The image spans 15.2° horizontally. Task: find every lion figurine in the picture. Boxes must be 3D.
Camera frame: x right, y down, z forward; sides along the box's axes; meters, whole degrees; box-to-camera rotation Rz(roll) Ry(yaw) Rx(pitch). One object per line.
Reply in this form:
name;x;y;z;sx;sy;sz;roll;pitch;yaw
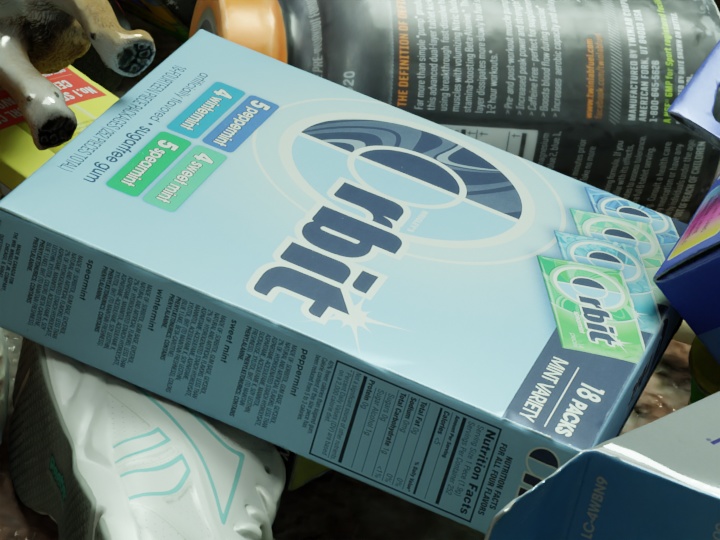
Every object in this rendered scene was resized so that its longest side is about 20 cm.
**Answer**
lion figurine;-0.146;-0.106;0.898;0.123;0.072;0.200;50;10;35

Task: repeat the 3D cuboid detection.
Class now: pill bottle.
pill bottle;0.034;-0.070;1.047;0.199;0.106;0.106;3;34;-16

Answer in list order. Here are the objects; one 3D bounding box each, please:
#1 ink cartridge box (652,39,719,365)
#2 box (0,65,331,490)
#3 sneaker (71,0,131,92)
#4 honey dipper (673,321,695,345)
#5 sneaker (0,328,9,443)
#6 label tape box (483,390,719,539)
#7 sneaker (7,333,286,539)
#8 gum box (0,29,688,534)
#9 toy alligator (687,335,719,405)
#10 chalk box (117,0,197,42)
ink cartridge box;0.185;0.004;0.904;0.200;0.076;0.136;52;44;-13
box;-0.068;-0.003;0.960;0.200;0.050;0.075;34;38;30
sneaker;-0.177;-0.129;1.094;0.200;0.074;0.087;20;29;8
honey dipper;0.124;0.020;1.008;0.200;0.038;0.038;21;33;15
sneaker;-0.173;0.003;0.908;0.080;0.071;0.200;-25;50;10
label tape box;0.109;0.104;0.773;0.200;0.144;0.066;-21;45;-42
sneaker;-0.056;0.079;0.822;0.080;0.071;0.200;5;33;-18
gum box;0.000;0.000;0.890;0.200;0.045;0.170;23;30;10
toy alligator;0.152;0.000;0.963;0.054;0.059;0.200;10;65;11
chalk box;-0.099;-0.181;1.109;0.124;0.125;0.200;28;-5;14
